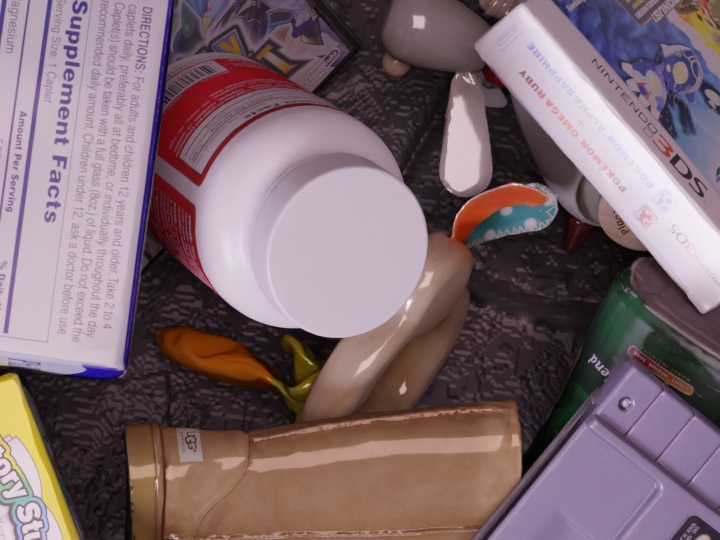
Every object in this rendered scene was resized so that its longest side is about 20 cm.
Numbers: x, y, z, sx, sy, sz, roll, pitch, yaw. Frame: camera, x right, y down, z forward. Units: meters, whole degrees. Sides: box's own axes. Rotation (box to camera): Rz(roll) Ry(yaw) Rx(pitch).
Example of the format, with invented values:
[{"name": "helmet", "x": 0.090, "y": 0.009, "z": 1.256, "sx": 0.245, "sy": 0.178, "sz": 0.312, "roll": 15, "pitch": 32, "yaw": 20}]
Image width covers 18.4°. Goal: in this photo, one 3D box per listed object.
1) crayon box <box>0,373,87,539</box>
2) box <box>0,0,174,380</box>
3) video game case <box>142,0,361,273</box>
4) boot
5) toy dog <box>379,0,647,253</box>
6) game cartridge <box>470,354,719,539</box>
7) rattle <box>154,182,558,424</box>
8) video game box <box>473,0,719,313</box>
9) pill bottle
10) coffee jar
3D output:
[{"name": "crayon box", "x": -0.209, "y": 0.173, "z": 1.073, "sx": 0.172, "sy": 0.058, "sz": 0.201, "roll": -21, "pitch": 89, "yaw": -8}, {"name": "box", "x": -0.200, "y": -0.049, "z": 1.075, "sx": 0.199, "sy": 0.105, "sz": 0.185, "roll": 8, "pitch": 81, "yaw": -7}, {"name": "video game case", "x": -0.122, "y": -0.114, "z": 1.198, "sx": 0.200, "sy": 0.025, "sz": 0.181, "roll": -46, "pitch": 122, "yaw": -5}, {"name": "boot", "x": -0.022, "y": 0.140, "z": 1.156, "sx": 0.199, "sy": 0.176, "sz": 0.066, "roll": -2, "pitch": 48, "yaw": -8}, {"name": "toy dog", "x": 0.090, "y": -0.075, "z": 1.223, "sx": 0.200, "sy": 0.132, "sz": 0.096, "roll": 42, "pitch": 124, "yaw": 3}, {"name": "game cartridge", "x": 0.119, "y": 0.158, "z": 1.108, "sx": 0.129, "sy": 0.038, "sz": 0.200, "roll": 38, "pitch": 96, "yaw": -8}, {"name": "rattle", "x": 0.000, "y": 0.000, "z": 1.192, "sx": 0.143, "sy": 0.130, "sz": 0.201, "roll": 44, "pitch": 122, "yaw": 32}, {"name": "video game box", "x": 0.170, "y": -0.095, "z": 1.187, "sx": 0.182, "sy": 0.200, "sz": 0.047, "roll": 50, "pitch": 128, "yaw": -3}, {"name": "pill bottle", "x": -0.045, "y": -0.038, "z": 1.131, "sx": 0.112, "sy": 0.200, "sz": 0.113, "roll": -8, "pitch": 111, "yaw": -22}, {"name": "coffee jar", "x": 0.139, "y": 0.099, "z": 1.180, "sx": 0.104, "sy": 0.085, "sz": 0.201, "roll": 34, "pitch": 118, "yaw": 12}]
